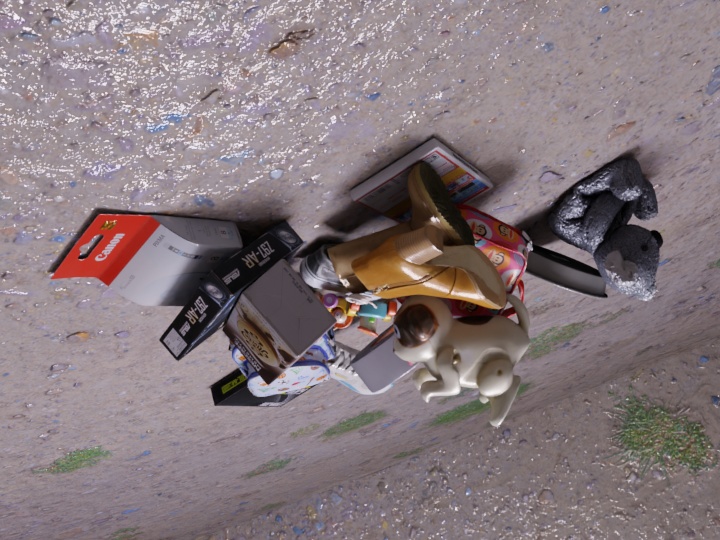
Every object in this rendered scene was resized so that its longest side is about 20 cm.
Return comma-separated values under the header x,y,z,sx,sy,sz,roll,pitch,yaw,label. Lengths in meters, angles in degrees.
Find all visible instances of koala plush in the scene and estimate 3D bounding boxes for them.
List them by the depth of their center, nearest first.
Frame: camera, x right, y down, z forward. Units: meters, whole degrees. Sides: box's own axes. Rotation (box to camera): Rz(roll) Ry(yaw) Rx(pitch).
x,y,z,sx,sy,sz,roll,pitch,yaw,label
0.430,-0.046,1.433,0.182,0.202,0.177,-29,157,22,koala plush

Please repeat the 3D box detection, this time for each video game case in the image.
x,y,z,sx,sy,sz,roll,pitch,yaw,label
0.092,-0.117,1.225,0.142,0.018,0.199,-30,156,22,video game case

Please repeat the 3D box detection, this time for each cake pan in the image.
x,y,z,sx,sy,sz,roll,pitch,yaw,label
0.349,-0.004,1.518,0.199,0.199,0.037,7,106,-48,cake pan

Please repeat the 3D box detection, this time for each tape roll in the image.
x,y,z,sx,sy,sz,roll,pitch,yaw,label
0.077,0.127,1.497,0.199,0.066,0.200,-37,180,0,tape roll

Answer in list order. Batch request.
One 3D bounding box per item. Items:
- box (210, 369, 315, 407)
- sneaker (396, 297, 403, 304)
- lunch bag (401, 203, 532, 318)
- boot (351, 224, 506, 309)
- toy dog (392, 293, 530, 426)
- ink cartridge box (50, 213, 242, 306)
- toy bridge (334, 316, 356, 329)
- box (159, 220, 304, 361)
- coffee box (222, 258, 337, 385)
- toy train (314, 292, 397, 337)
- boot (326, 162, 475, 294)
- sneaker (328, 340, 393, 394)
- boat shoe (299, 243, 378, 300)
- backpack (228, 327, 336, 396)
x,y,z,sx,sy,sz,roll,pitch,yaw,label
-0.169,0.220,1.736,0.192,0.048,0.199,-35,153,27,box
0.115,-0.010,1.413,0.200,0.085,0.077,-47,-173,34,sneaker
0.171,0.012,1.309,0.174,0.082,0.201,24,128,-2,lunch bag
0.095,0.012,1.189,0.143,0.072,0.200,-25,135,38,boot
0.139,0.110,1.260,0.198,0.140,0.196,24,109,-7,toy dog
-0.277,-0.010,1.115,0.198,0.048,0.160,1,149,-44,ink cartridge box
-0.078,0.102,1.569,0.198,0.028,0.067,-22,160,3,toy bridge
-0.182,0.029,1.200,0.160,0.044,0.200,-40,177,-46,box
-0.119,0.078,1.202,0.080,0.113,0.200,-41,177,-24,coffee box
-0.043,0.061,1.272,0.198,0.056,0.149,5,175,42,toy train
0.040,-0.049,1.199,0.198,0.067,0.176,-19,130,24,boot
-0.028,0.178,1.611,0.198,0.077,0.081,15,166,21,sneaker
0.000,0.000,1.340,0.198,0.073,0.071,3,150,-42,boat shoe
-0.133,0.114,1.401,0.197,0.156,0.191,-18,150,-1,backpack
